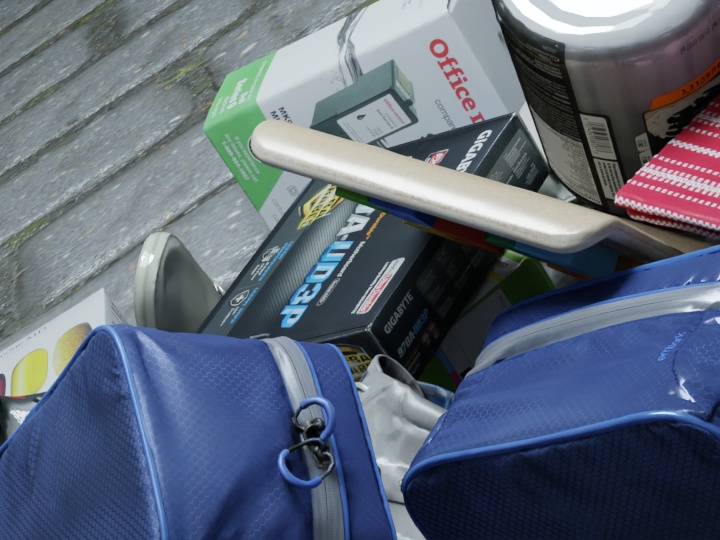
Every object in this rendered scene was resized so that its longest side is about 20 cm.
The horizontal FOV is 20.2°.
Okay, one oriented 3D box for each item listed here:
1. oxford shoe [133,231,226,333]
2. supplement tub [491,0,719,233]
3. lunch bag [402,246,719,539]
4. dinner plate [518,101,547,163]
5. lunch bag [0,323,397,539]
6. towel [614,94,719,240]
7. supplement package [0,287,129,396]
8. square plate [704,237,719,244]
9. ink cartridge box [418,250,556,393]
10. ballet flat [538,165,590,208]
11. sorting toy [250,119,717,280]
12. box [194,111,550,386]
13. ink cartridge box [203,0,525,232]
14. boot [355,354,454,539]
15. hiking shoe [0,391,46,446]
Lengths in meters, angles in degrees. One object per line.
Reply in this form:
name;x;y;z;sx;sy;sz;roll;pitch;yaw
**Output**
oxford shoe;-0.086;0.045;1.202;0.058;0.200;0.075;4;55;20
supplement tub;0.141;-0.106;1.024;0.122;0.200;0.123;-7;61;14
lunch bag;0.125;0.079;0.868;0.200;0.136;0.132;-15;28;41
dinner plate;0.183;-0.120;1.194;0.199;0.024;0.200;-20;26;10
lunch bag;-0.069;0.111;0.870;0.200;0.132;0.136;-45;50;43
towel;0.230;-0.071;0.924;0.200;0.023;0.144;-41;36;-25
supplement package;-0.175;0.115;1.263;0.114;0.110;0.200;-32;22;4
square plate;0.228;-0.023;0.985;0.198;0.028;0.200;-51;15;32
ink cartridge box;0.011;0.065;1.154;0.200;0.076;0.148;-38;22;-13
ballet flat;0.185;-0.050;1.179;0.199;0.067;0.064;-16;59;17
sorting toy;0.067;-0.024;0.971;0.185;0.200;0.037;18;94;29
box;0.000;0.000;1.141;0.159;0.046;0.200;-13;30;41
ink cartridge box;0.017;-0.099;1.387;0.199;0.146;0.084;-24;23;24
boot;-0.001;0.088;1.030;0.200;0.096;0.073;18;8;36
hiking shoe;-0.173;0.106;1.121;0.087;0.199;0.075;127;150;-57
